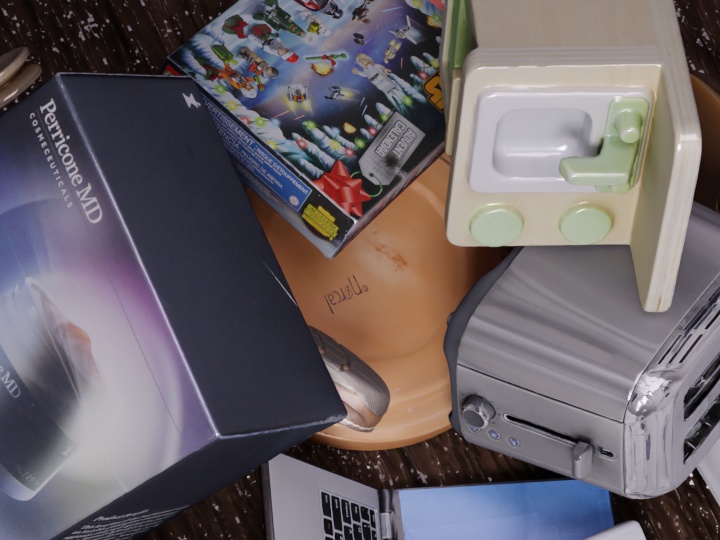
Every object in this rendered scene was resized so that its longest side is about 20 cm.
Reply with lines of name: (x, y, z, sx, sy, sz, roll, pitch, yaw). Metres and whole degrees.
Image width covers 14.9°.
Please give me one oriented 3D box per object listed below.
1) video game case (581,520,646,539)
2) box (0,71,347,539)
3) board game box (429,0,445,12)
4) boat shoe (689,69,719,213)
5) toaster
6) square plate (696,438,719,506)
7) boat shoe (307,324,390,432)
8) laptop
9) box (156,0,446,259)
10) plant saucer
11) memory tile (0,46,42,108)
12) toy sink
video game case: (0.106, 0.242, 1.428, 0.200, 0.023, 0.182, -17, 81, -38)
box: (-0.147, 0.033, 1.383, 0.123, 0.198, 0.200, -4, 65, -59)
board game box: (0.082, -0.165, 1.587, 0.200, 0.019, 0.103, 37, 38, -1)
boat shoe: (0.230, -0.041, 1.563, 0.070, 0.070, 0.200, -1, 44, -37)
toaster: (0.144, 0.030, 1.483, 0.129, 0.114, 0.200, 25, 52, 26)
square plate: (0.276, 0.072, 1.518, 0.200, 0.028, 0.198, -20, 52, -10)
boat shoe: (-0.078, 0.050, 1.462, 0.200, 0.076, 0.072, 22, 95, 22)
laptop: (0.050, 0.189, 1.431, 0.116, 0.200, 0.188, -15, 69, 25)
box: (-0.007, -0.110, 1.532, 0.137, 0.040, 0.200, 41, 47, 4)
plant saucer: (0.000, 0.000, 1.534, 0.200, 0.032, 0.201, 4, 70, -11)
memory tile: (-0.251, -0.060, 1.415, 0.153, 0.200, 0.017, -42, 107, -23)
toy sink: (0.100, -0.088, 1.427, 0.112, 0.130, 0.200, -1, 47, -5)
